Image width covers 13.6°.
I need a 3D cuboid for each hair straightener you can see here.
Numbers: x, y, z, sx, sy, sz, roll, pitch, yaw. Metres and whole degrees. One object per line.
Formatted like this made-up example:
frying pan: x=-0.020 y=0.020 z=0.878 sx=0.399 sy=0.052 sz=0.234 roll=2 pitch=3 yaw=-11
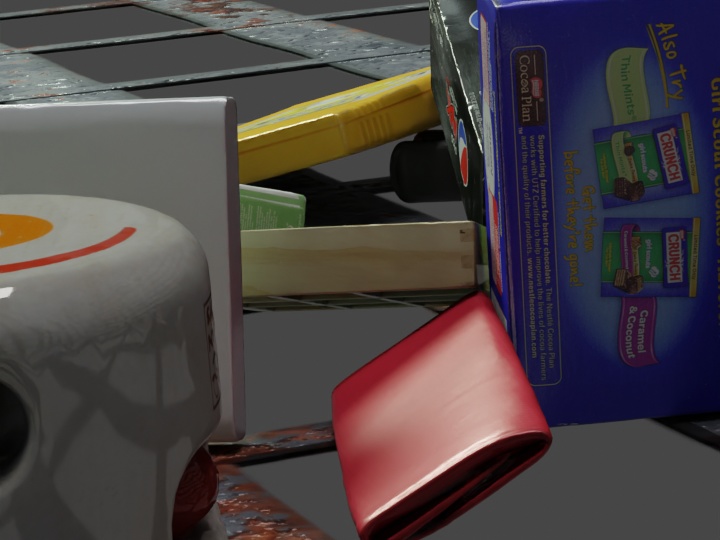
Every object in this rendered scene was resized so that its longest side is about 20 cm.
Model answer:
hair straightener: x=0.107 y=-0.048 z=1.598 sx=0.199 sy=0.041 sz=0.077 roll=6 pitch=15 yaw=23

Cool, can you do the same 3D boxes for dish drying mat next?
dish drying mat: x=0.026 y=0.053 z=1.099 sx=0.077 sy=0.018 sz=0.200 roll=-35 pitch=11 yaw=4

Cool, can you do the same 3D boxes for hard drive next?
hard drive: x=-0.145 y=0.002 z=1.182 sx=0.198 sy=0.133 sz=0.027 roll=-2 pitch=1 yaw=11

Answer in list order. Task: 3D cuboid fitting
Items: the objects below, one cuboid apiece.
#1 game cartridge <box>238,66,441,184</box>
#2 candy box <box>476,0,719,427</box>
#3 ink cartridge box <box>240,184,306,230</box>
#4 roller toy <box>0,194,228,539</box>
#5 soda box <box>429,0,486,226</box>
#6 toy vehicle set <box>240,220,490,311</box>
game cartridge: x=-0.024 y=-0.078 z=1.675 sx=0.175 sy=0.033 sz=0.200 roll=-13 pitch=4 yaw=35
candy box: x=0.149 y=-0.034 z=1.173 sx=0.198 sy=0.170 sz=0.077 roll=-4 pitch=15 yaw=-3
ink cartridge box: x=-0.137 y=-0.030 z=1.410 sx=0.145 sy=0.048 sz=0.200 roll=4 pitch=-3 yaw=32
roller toy: x=-0.131 y=0.045 z=0.954 sx=0.199 sy=0.141 sz=0.182 roll=-13 pitch=16 yaw=-41
soda box: x=0.077 y=-0.079 z=1.518 sx=0.063 sy=0.071 sz=0.200 roll=-4 pitch=31 yaw=-4
toy vehicle set: x=0.000 y=0.000 z=1.287 sx=0.123 sy=0.027 sz=0.200 roll=-2 pitch=-3 yaw=10
